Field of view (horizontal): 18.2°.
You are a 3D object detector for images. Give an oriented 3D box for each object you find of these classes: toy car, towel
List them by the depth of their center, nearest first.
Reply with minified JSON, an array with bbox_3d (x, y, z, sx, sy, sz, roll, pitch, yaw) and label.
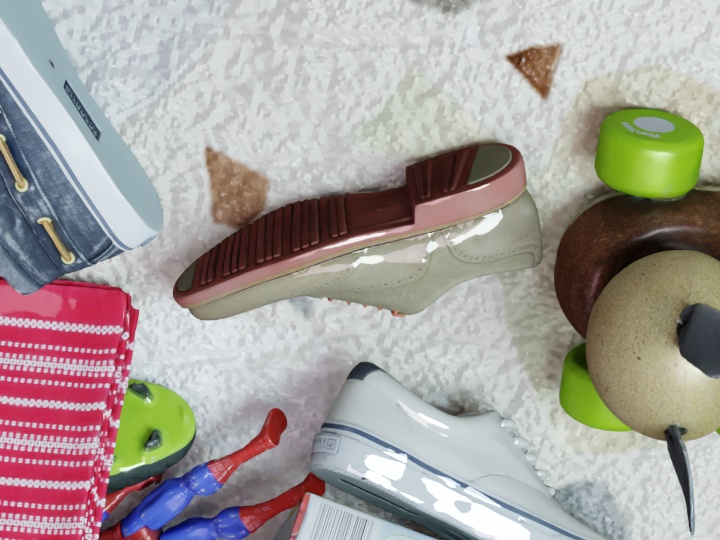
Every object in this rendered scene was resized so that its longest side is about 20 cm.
[{"bbox_3d":[0.173,0.035,1.106,0.157,0.200,0.165,7,114,2],"label":"toy car"},{"bbox_3d":[-0.204,0.097,1.197,0.144,0.023,0.201,8,73,4],"label":"towel"}]

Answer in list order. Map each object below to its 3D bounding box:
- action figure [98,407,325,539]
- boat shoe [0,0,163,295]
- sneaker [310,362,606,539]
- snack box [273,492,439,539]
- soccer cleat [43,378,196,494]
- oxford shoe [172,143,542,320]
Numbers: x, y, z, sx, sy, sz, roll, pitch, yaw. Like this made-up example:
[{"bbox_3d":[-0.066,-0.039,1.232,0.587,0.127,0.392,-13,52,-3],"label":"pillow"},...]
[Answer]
[{"bbox_3d":[-0.113,0.146,1.263,0.199,0.052,0.066,-29,103,21],"label":"action figure"},{"bbox_3d":[-0.190,-0.080,1.158,0.090,0.071,0.201,-26,110,13],"label":"boat shoe"},{"bbox_3d":[0.070,0.113,1.214,0.199,0.073,0.071,29,73,-23],"label":"sneaker"},{"bbox_3d":[0.043,0.192,1.225,0.199,0.053,0.142,20,158,-4],"label":"snack box"},{"bbox_3d":[-0.187,0.110,1.250,0.199,0.068,0.081,-14,151,-3],"label":"soccer cleat"},{"bbox_3d":[0.000,0.000,1.179,0.199,0.071,0.075,-16,116,13],"label":"oxford shoe"}]
